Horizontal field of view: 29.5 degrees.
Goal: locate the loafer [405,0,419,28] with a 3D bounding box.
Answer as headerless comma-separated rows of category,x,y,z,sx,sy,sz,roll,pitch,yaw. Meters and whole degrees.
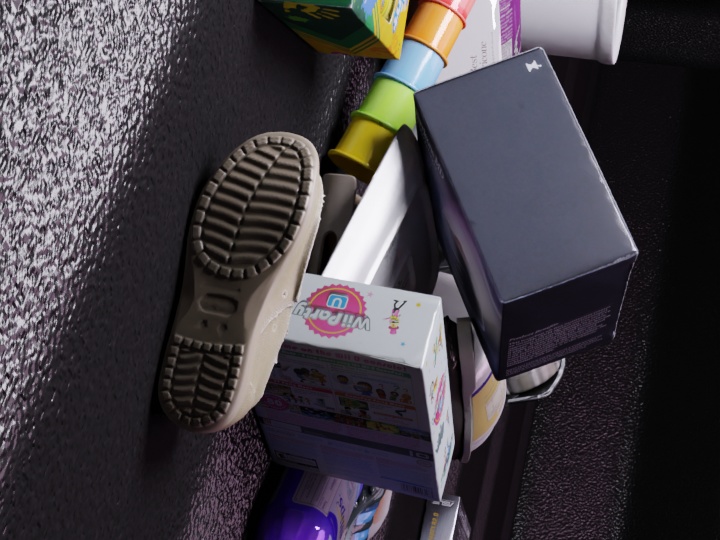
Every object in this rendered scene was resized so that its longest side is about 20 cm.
loafer,0.050,-0.294,1.225,0.073,0.071,0.201,-53,148,-64

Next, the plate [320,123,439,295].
plate,0.022,0.013,1.151,0.200,0.032,0.200,76,35,-53

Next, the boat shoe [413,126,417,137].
boat shoe,0.060,-0.134,1.357,0.064,0.070,0.201,-98,-157,-86

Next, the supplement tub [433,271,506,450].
supplement tub,0.077,0.104,1.413,0.200,0.145,0.146,71,30,-62

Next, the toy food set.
toy food set,0.000,0.000,1.209,0.200,0.060,0.144,23,76,-77

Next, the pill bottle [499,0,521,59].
pill bottle,0.112,-0.252,1.425,0.200,0.112,0.113,81,21,-51

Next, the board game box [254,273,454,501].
board game box,-0.008,0.089,1.038,0.200,0.147,0.065,80,25,-54

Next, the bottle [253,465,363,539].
bottle,-0.049,0.214,1.112,0.200,0.065,0.084,-64,162,-53

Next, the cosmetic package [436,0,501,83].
cosmetic package,0.087,-0.259,1.290,0.051,0.082,0.201,-130,-144,-83

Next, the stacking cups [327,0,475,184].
stacking cups,0.047,-0.168,1.172,0.201,0.060,0.061,-59,162,-9

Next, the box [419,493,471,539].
box,0.117,0.423,1.984,0.200,0.048,0.159,67,34,-65

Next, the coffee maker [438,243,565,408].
coffee maker,0.124,0.057,1.596,0.135,0.191,0.201,-103,171,-63

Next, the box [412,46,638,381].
box,0.132,-0.042,1.153,0.199,0.123,0.201,80,-11,-67

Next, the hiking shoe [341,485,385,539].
hiking shoe,-0.024,0.230,1.238,0.087,0.074,0.201,83,31,-55

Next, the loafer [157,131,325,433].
loafer,-0.075,0.008,0.880,0.068,0.075,0.201,54,55,-73

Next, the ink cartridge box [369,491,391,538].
ink cartridge box,-0.010,0.260,1.349,0.162,0.050,0.201,39,57,-75

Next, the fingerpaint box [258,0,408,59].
fingerpaint box,-0.004,-0.272,1.003,0.167,0.073,0.201,18,80,-77

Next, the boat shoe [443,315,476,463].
boat shoe,0.072,0.110,1.235,0.202,0.060,0.072,85,2,-52

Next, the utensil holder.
utensil holder,0.208,-0.335,1.594,0.170,0.199,0.171,8,90,-78
